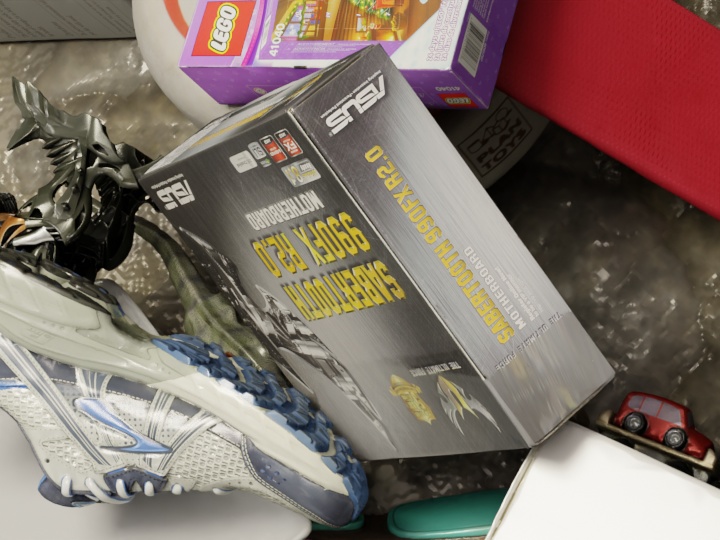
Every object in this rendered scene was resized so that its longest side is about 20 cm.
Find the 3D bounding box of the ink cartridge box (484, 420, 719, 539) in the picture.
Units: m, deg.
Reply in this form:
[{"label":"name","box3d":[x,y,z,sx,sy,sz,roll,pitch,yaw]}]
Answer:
[{"label":"ink cartridge box","box3d":[0.143,0.141,1.077,0.146,0.200,0.084,24,83,23]}]

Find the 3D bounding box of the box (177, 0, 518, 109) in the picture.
[{"label":"box","box3d":[0.013,-0.165,1.136,0.137,0.039,0.200,4,68,33]}]

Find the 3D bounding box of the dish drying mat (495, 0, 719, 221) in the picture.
[{"label":"dish drying mat","box3d":[0.123,-0.083,1.171,0.018,0.200,0.077,-5,61,59]}]

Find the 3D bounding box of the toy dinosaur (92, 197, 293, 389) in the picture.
[{"label":"toy dinosaur","box3d":[-0.061,0.036,1.236,0.047,0.088,0.200,-40,52,-4]}]

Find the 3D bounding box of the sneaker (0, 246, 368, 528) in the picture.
[{"label":"sneaker","box3d":[-0.092,0.066,1.128,0.200,0.077,0.085,27,97,9]}]

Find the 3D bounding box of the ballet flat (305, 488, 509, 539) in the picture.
[{"label":"ballet flat","box3d":[0.008,0.135,1.195,0.200,0.069,0.071,-2,100,2]}]

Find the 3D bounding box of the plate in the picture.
[{"label":"plate","box3d":[-0.151,0.105,1.165,0.200,0.032,0.200,-26,46,-19]}]

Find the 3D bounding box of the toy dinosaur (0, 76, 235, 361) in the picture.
[{"label":"toy dinosaur","box3d":[-0.143,-0.003,1.199,0.200,0.102,0.136,28,86,-5]}]

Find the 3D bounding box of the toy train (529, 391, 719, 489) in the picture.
[{"label":"toy train","box3d":[0.130,0.077,1.192,0.200,0.034,0.046,20,79,23]}]

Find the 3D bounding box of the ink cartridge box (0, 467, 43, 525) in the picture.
[{"label":"ink cartridge box","box3d":[-0.224,0.119,1.259,0.200,0.039,0.099,1,42,38]}]

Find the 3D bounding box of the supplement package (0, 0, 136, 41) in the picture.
[{"label":"supplement package","box3d":[-0.203,-0.185,1.337,0.200,0.117,0.117,0,75,18]}]

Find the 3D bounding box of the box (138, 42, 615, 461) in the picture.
[{"label":"box","box3d":[0.000,0.000,1.080,0.048,0.200,0.158,-39,99,-20]}]

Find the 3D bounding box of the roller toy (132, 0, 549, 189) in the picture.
[{"label":"roller toy","box3d":[0.001,-0.116,1.233,0.182,0.140,0.200,-6,63,23]}]
